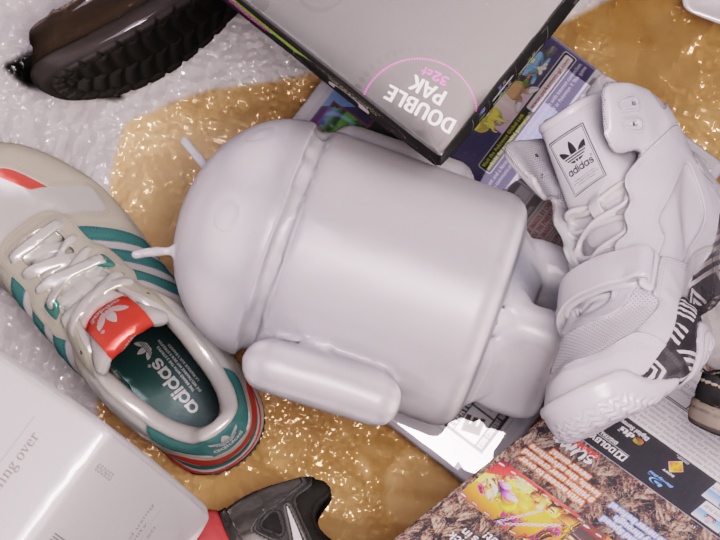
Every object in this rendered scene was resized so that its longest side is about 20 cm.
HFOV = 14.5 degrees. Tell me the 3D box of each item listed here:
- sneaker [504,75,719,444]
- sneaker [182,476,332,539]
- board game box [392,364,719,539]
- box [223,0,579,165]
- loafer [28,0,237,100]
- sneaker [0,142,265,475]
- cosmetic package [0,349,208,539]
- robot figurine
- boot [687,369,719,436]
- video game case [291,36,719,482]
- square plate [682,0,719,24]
[{"bbox_3d":[0.105,-0.009,1.242,0.075,0.200,0.115,-31,100,35],"label":"sneaker"},{"bbox_3d":[-0.003,0.182,1.320,0.098,0.071,0.200,-33,84,-3],"label":"sneaker"},{"bbox_3d":[0.121,0.149,1.252,0.200,0.097,0.159,-36,55,-28],"label":"board game box"},{"bbox_3d":[0.039,-0.167,1.230,0.149,0.124,0.200,39,91,1],"label":"box"},{"bbox_3d":[-0.083,-0.155,1.367,0.200,0.073,0.071,-35,75,-11],"label":"loafer"},{"bbox_3d":[-0.119,0.011,1.327,0.070,0.093,0.200,-41,86,-6],"label":"sneaker"},{"bbox_3d":[-0.207,0.103,1.252,0.200,0.166,0.167,34,83,20],"label":"cosmetic package"},{"bbox_3d":[0.000,0.000,1.300,0.200,0.113,0.170,20,43,1],"label":"robot figurine"},{"bbox_3d":[0.234,0.001,1.228,0.200,0.073,0.151,-3,103,-24],"label":"boot"},{"bbox_3d":[0.045,-0.026,1.373,0.182,0.023,0.200,37,84,3],"label":"video game case"},{"bbox_3d":[0.280,-0.185,1.396,0.200,0.028,0.198,20,83,1],"label":"square plate"}]
